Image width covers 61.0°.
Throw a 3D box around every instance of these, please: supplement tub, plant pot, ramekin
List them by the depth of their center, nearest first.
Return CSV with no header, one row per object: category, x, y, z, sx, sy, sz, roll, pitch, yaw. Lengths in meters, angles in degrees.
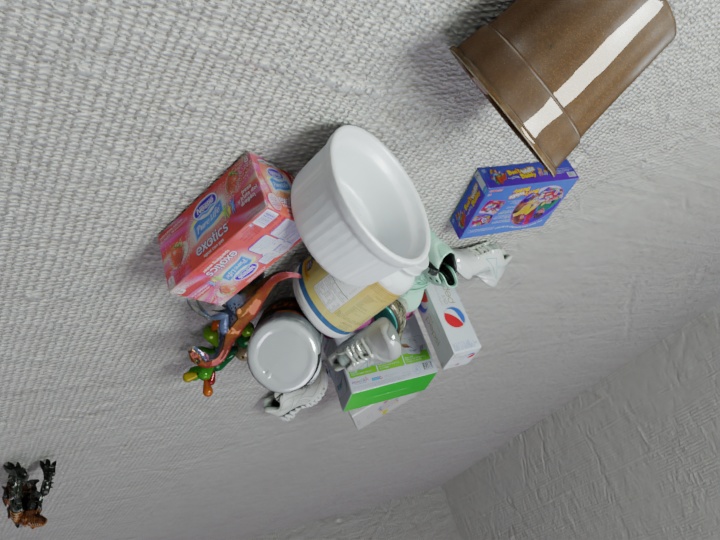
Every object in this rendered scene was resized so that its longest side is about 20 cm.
plant pot,0.238,-0.256,0.716,0.198,0.203,0.198,-42,147,18
ramekin,-0.002,-0.079,0.817,0.096,0.206,0.198,-30,152,31
supplement tub,0.000,0.000,0.995,0.198,0.148,0.143,-37,148,24
supplement tub,-0.124,0.118,1.046,0.119,0.126,0.200,-23,-170,1

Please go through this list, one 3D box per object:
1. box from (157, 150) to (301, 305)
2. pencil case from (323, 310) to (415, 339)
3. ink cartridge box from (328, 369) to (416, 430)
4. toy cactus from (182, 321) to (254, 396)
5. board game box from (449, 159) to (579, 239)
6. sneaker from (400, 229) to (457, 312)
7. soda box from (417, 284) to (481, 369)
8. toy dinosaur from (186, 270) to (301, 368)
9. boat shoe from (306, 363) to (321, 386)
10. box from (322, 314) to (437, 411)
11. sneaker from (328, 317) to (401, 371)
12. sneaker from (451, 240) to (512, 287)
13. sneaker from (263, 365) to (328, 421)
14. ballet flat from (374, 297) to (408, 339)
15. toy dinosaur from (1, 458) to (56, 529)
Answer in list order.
box,-0.172,-0.051,0.837,0.198,0.097,0.102,-36,149,23
pencil case,0.010,0.074,1.189,0.195,0.093,0.094,-9,157,-29
ink cartridge box,0.042,0.260,1.457,0.196,0.130,0.126,-29,153,-7
toy cactus,-0.239,0.156,1.152,0.163,0.103,0.201,1,136,-53
board game box,0.272,-0.126,1.089,0.194,0.046,0.136,-9,148,-24
sneaker,0.115,0.022,1.090,0.072,0.118,0.204,-26,139,-27
soda box,0.158,0.082,1.187,0.062,0.204,0.069,-8,149,-21
toy dinosaur,-0.204,0.073,0.958,0.104,0.196,0.188,1,101,-52
boat shoe,-0.108,0.181,1.175,0.068,0.200,0.068,-26,109,-10
box,0.034,0.170,1.267,0.194,0.180,0.098,-10,150,-22
sneaker,0.007,0.139,1.049,0.079,0.072,0.200,-24,172,-28
sneaker,0.233,-0.026,1.220,0.197,0.071,0.081,11,122,-50
sneaker,-0.153,0.290,1.449,0.080,0.076,0.199,26,123,-40
ballet flat,0.058,0.093,1.127,0.075,0.067,0.203,-43,155,-28
toy dinosaur,-0.692,0.477,1.280,0.194,0.140,0.102,14,180,22
